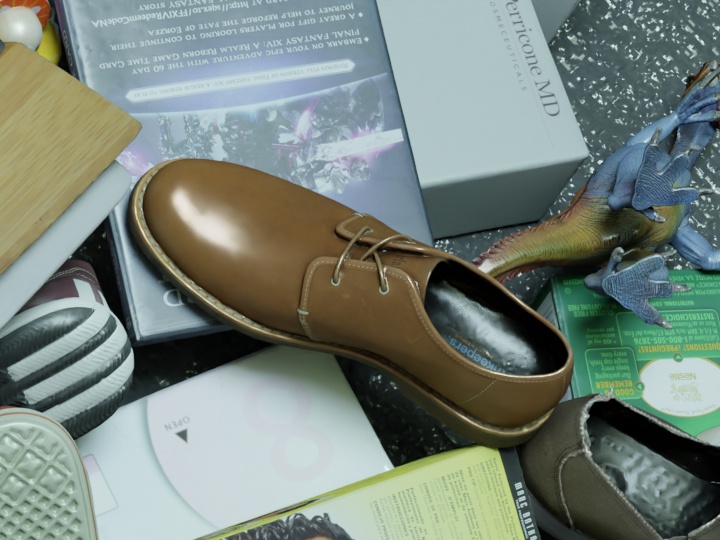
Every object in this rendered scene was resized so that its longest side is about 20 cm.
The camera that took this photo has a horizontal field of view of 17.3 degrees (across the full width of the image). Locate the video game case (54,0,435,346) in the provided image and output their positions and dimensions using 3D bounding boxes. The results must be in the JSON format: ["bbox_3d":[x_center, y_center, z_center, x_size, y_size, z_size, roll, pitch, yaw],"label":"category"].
[{"bbox_3d":[-0.052,-0.077,1.024,0.142,0.019,0.202,-10,81,-21],"label":"video game case"}]

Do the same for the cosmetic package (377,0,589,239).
[{"bbox_3d":[-0.007,-0.065,1.094,0.199,0.071,0.102,-12,70,-22],"label":"cosmetic package"}]

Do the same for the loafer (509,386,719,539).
[{"bbox_3d":[0.157,0.115,1.010,0.199,0.071,0.073,25,62,-5],"label":"loafer"}]

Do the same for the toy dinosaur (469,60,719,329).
[{"bbox_3d":[0.127,-0.046,1.096,0.198,0.182,0.106,-3,104,0],"label":"toy dinosaur"}]

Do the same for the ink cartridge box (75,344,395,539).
[{"bbox_3d":[-0.045,0.143,0.999,0.162,0.057,0.201,-21,69,-25],"label":"ink cartridge box"}]

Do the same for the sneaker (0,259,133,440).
[{"bbox_3d":[-0.189,0.053,0.990,0.199,0.116,0.076,-23,117,2],"label":"sneaker"}]

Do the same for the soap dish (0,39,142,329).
[{"bbox_3d":[-0.202,-0.021,0.943,0.157,0.199,0.081,-49,121,-29],"label":"soap dish"}]

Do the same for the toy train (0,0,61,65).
[{"bbox_3d":[-0.176,-0.147,1.040,0.150,0.056,0.200,47,33,3],"label":"toy train"}]

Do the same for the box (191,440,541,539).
[{"bbox_3d":[-0.007,0.126,0.951,0.199,0.050,0.076,-16,88,-46],"label":"box"}]

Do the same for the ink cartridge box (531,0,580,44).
[{"bbox_3d":[0.032,-0.224,1.137,0.199,0.145,0.148,17,62,-9],"label":"ink cartridge box"}]

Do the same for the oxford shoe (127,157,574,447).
[{"bbox_3d":[0.000,0.000,0.972,0.199,0.071,0.072,25,64,-3],"label":"oxford shoe"}]

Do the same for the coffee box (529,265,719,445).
[{"bbox_3d":[0.152,0.097,1.084,0.122,0.044,0.201,-3,66,-18],"label":"coffee box"}]

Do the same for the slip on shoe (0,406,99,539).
[{"bbox_3d":[-0.129,0.147,0.929,0.073,0.061,0.202,-8,103,-12],"label":"slip on shoe"}]
